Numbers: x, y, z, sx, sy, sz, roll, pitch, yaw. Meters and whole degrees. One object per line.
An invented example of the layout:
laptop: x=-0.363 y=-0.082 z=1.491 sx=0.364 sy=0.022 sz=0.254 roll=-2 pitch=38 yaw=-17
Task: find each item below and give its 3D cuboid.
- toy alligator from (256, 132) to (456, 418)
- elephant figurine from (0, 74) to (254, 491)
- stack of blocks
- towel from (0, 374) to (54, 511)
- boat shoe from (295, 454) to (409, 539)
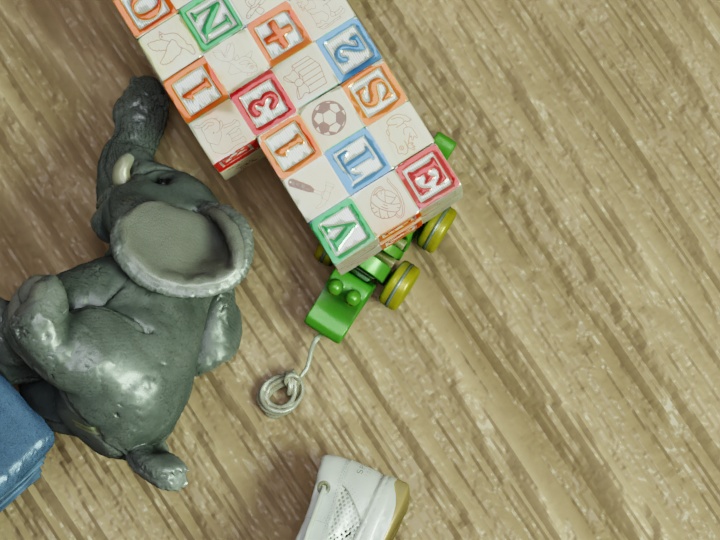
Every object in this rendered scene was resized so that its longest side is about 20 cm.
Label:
toy alligator: x=0.000 y=0.000 z=1.479 sx=0.059 sy=0.054 sz=0.200 roll=33 pitch=81 yaw=5
elephant figurine: x=-0.119 y=0.001 z=1.448 sx=0.200 sy=0.141 sz=0.155 roll=-46 pitch=113 yaw=-23
stack of blocks: x=-0.041 y=-0.098 z=1.435 sx=0.115 sy=0.059 sz=0.201 roll=-32 pitch=84 yaw=0
towel: x=-0.276 y=0.124 z=1.399 sx=0.200 sy=0.049 sz=0.112 roll=-40 pitch=86 yaw=-25
boat shoe: x=-0.042 y=0.200 z=1.440 sx=0.069 sy=0.071 sz=0.201 roll=26 pitch=75 yaw=7
